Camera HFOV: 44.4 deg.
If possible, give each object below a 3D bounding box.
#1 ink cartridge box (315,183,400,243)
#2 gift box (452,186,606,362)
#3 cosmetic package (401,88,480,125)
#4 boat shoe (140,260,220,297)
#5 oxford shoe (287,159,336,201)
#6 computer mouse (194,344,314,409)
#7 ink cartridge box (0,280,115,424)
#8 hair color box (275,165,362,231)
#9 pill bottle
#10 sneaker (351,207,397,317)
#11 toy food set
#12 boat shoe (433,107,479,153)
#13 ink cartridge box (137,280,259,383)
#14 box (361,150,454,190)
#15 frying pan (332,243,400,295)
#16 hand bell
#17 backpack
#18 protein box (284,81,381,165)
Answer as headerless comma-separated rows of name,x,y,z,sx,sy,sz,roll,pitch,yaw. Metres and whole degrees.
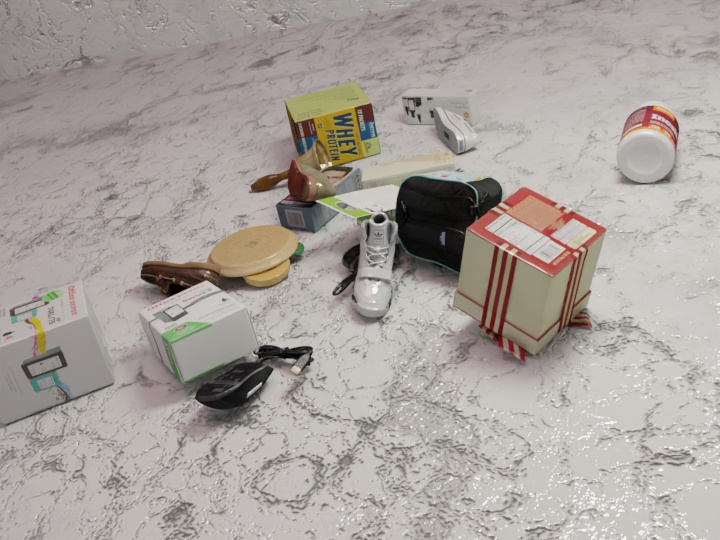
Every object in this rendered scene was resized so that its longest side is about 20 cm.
ink cartridge box,0.031,-0.106,1.743,0.199,0.076,0.148,-14,25,-31
gift box,0.266,0.016,1.370,0.184,0.188,0.200,-30,52,-32
cosmetic package,0.205,-0.419,2.264,0.199,0.083,0.051,7,37,34
boat shoe,-0.365,0.021,1.744,0.199,0.070,0.071,1,71,36
oxford shoe,-0.109,-0.189,1.901,0.073,0.071,0.200,4,23,-22
computer mouse,-0.158,0.177,1.403,0.139,0.046,0.200,-4,19,33
ink cartridge box,-0.550,0.139,1.532,0.199,0.147,0.147,-20,30,-13
hair color box,-0.087,-0.162,1.956,0.098,0.061,0.200,8,35,34
pill bottle,0.591,-0.271,1.803,0.112,0.114,0.200,0,32,23
sneaker,0.025,-0.018,1.565,0.074,0.116,0.201,5,43,3
toy food set,-0.214,-0.034,1.796,0.198,0.049,0.198,0,31,24
boat shoe,0.232,-0.347,2.137,0.065,0.072,0.200,-13,29,-9
ink cartridge box,-0.284,0.102,1.525,0.145,0.085,0.200,-25,23,-23
box,0.106,-0.183,1.878,0.198,0.096,0.078,-9,28,6
frying pan,0.017,-0.002,1.658,0.114,0.031,0.191,-6,33,12
hand bell,-0.175,-0.231,2.111,0.199,0.105,0.104,-18,27,16
backpack,0.165,-0.098,1.621,0.199,0.177,0.153,13,22,37
protein box,-0.073,-0.365,2.229,0.197,0.136,0.200,-16,28,-5
